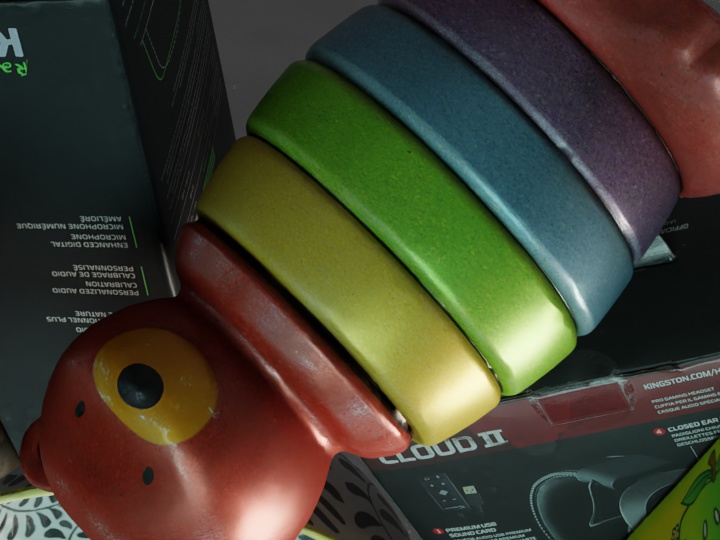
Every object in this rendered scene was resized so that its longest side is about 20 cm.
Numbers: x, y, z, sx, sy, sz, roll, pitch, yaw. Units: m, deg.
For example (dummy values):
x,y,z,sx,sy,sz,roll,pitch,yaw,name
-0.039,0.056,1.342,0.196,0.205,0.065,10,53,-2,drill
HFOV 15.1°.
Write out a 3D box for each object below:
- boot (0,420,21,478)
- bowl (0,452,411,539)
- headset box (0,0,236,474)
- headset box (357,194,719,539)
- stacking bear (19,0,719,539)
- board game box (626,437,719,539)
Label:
x,y,z,sx,sy,sz,roll,pitch,yaw,name
-0.193,0.030,0.729,0.200,0.064,0.187,32,144,0,boot
-0.060,0.101,0.902,0.200,0.094,0.201,4,135,4,bowl
-0.129,-0.030,0.779,0.173,0.093,0.200,1,136,9,headset box
0.094,0.051,0.829,0.148,0.077,0.200,-14,136,22,headset box
0.000,0.000,0.707,0.121,0.200,0.114,44,174,18,stacking bear
0.122,0.113,0.804,0.101,0.048,0.200,17,139,-15,board game box
